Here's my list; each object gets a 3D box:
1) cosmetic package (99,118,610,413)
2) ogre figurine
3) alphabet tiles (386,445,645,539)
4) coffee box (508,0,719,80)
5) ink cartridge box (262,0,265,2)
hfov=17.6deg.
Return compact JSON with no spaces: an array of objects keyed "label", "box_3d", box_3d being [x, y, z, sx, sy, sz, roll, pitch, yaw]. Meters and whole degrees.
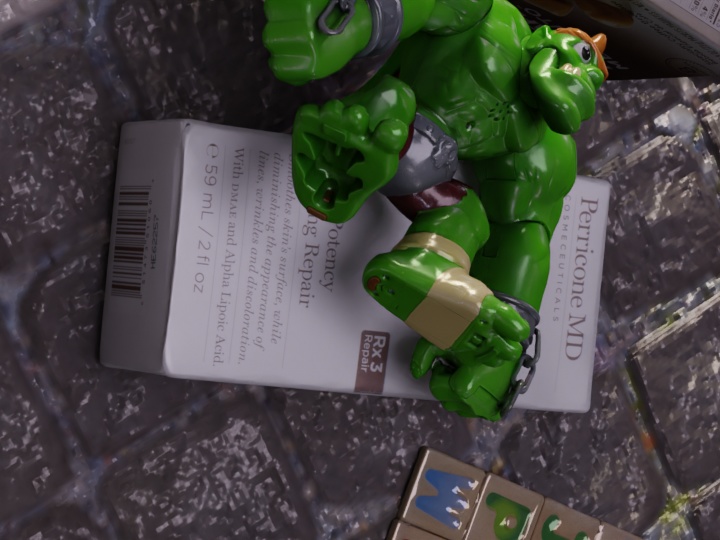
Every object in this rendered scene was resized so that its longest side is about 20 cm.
[{"label":"cosmetic package","box_3d":[0.000,0.000,0.939,0.199,0.074,0.102,5,90,-28]},{"label":"ogre figurine","box_3d":[0.031,-0.051,0.858,0.200,0.098,0.120,46,52,-24]},{"label":"alphabet tiles","box_3d":[0.059,0.199,1.022,0.167,0.008,0.201,25,81,-28]},{"label":"coffee box","box_3d":[0.072,-0.157,0.946,0.200,0.114,0.080,28,80,-29]},{"label":"ink cartridge box","box_3d":[-0.060,-0.198,0.822,0.200,0.160,0.047,41,60,-5]}]
